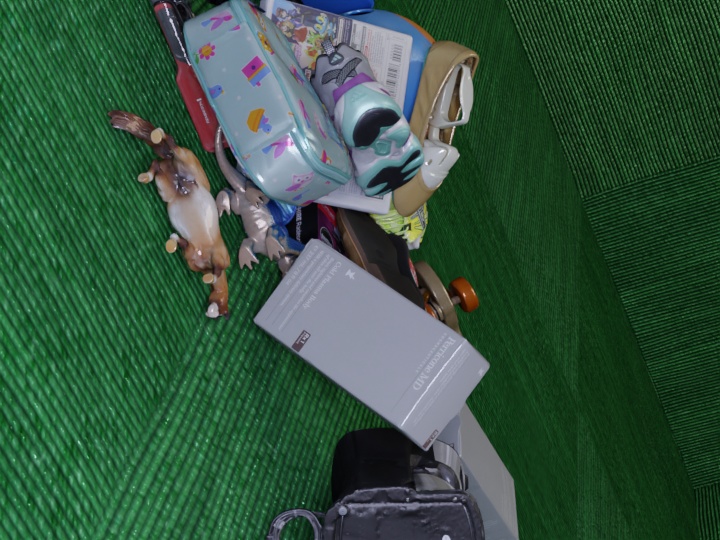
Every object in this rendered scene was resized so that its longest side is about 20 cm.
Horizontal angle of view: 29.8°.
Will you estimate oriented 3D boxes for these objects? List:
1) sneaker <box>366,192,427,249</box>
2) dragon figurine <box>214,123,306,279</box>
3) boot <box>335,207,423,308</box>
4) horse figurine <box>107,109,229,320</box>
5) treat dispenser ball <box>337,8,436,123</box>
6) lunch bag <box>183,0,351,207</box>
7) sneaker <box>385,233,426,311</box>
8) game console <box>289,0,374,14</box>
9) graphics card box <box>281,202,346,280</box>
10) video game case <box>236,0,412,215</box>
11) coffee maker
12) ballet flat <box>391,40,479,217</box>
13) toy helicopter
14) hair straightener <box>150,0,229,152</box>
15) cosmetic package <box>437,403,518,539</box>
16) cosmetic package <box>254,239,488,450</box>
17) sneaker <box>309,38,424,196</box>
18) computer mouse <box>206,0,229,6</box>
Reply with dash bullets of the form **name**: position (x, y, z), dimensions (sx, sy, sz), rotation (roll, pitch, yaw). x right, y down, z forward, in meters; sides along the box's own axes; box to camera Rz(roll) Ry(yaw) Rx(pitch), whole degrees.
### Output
- **sneaker**: position (0.046, -0.070, 1.583), dimensions (0.200, 0.075, 0.077), rotation (17, 63, -72)
- **dragon figurine**: position (-0.101, -0.064, 1.354), dimensions (0.200, 0.059, 0.099), rotation (64, 18, -11)
- **boot**: position (0.000, 0.000, 1.445), dimensions (0.074, 0.075, 0.200), rotation (25, 27, -32)
- **horse figurine**: position (-0.155, -0.053, 1.191), dimensions (0.133, 0.050, 0.200), rotation (13, 54, -84)
- **treat dispenser ball**: position (0.010, -0.205, 1.586), dimensions (0.201, 0.201, 0.201), rotation (-18, 90, -72)
- **lunch bag**: position (-0.085, -0.162, 1.293), dimensions (0.200, 0.077, 0.160), rotation (64, 13, 10)
- **sneaker**: position (0.041, 0.061, 1.524), dimensions (0.201, 0.067, 0.108), rotation (-96, 178, -47)
- **game console**: position (-0.069, -0.403, 1.635), dimensions (0.200, 0.118, 0.171), rotation (56, 22, -23)
- **graphics card box**: position (-0.041, -0.005, 1.495), dimensions (0.125, 0.051, 0.200), rotation (54, 27, -46)
- **video game case**: position (-0.037, -0.171, 1.434), dimensions (0.182, 0.023, 0.200), rotation (10, 87, -31)
- **coffee maker**: position (0.015, 0.222, 1.283), dimensions (0.200, 0.192, 0.135), rotation (-108, -139, -82)
- **ballet flat**: position (0.084, -0.153, 1.482), dimensions (0.069, 0.063, 0.200), rotation (6, 97, -53)
- **toy helicopter**: position (0.093, 0.057, 1.798), dimensions (0.132, 0.079, 0.200), rotation (50, -15, 34)
- **hair straightener**: position (-0.172, -0.218, 1.343), dimensions (0.200, 0.041, 0.077), rotation (63, 20, -15)
- **cosmetic package**: position (0.124, 0.255, 1.685), dimensions (0.200, 0.090, 0.107), rotation (55, 25, -36)
- **cosmetic package**: position (0.010, 0.070, 1.293), dimensions (0.200, 0.107, 0.090), rotation (31, -8, 32)
- **sneaker**: position (-0.001, -0.169, 1.386), dimensions (0.140, 0.078, 0.200), rotation (61, -5, 24)
- **computer mouse**: position (-0.192, -0.332, 1.305), dimensions (0.200, 0.053, 0.138), rotation (57, -1, -8)
